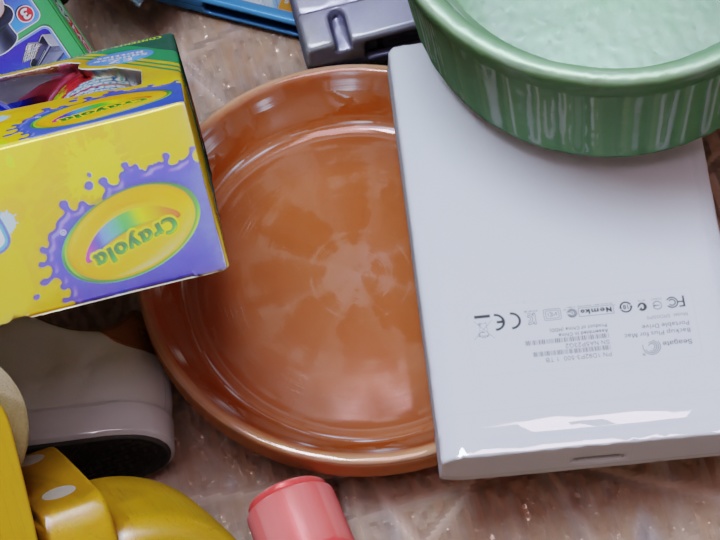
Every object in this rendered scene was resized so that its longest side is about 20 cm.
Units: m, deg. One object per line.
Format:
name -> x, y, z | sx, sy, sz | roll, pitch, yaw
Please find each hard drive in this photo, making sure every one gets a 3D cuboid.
hard drive -> 0.088, -0.012, 1.097 | 0.132, 0.026, 0.200 | -5, 62, -3

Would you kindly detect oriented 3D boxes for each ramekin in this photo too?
ramekin -> 0.107, -0.146, 1.079 | 0.200, 0.098, 0.200 | -2, 66, 4

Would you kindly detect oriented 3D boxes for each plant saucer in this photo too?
plant saucer -> 0.000, 0.000, 1.131 | 0.200, 0.032, 0.201 | 0, 62, -1

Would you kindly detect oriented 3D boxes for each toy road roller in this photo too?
toy road roller -> -0.123, 0.108, 1.028 | 0.146, 0.123, 0.200 | -18, 104, -17

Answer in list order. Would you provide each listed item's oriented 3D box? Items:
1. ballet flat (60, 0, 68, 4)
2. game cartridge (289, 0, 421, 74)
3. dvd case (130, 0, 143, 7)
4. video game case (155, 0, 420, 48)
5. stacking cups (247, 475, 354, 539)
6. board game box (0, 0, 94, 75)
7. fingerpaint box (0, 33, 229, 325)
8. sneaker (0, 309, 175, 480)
ballet flat -> -0.218, -0.111, 1.148 | 0.200, 0.068, 0.068 | -23, 32, 0
game cartridge -> 0.057, -0.174, 1.195 | 0.200, 0.038, 0.130 | -14, 61, -1
dvd case -> -0.090, -0.244, 1.174 | 0.146, 0.022, 0.200 | 41, 90, -9
video game case -> -0.008, -0.176, 1.230 | 0.200, 0.018, 0.143 | 15, 68, 12
stacking cups -> 0.004, 0.180, 1.049 | 0.060, 0.061, 0.200 | -19, 60, -3
board game box -> -0.205, -0.048, 1.118 | 0.200, 0.135, 0.029 | -31, 22, 4
fingerpaint box -> -0.161, -0.029, 1.024 | 0.200, 0.167, 0.073 | -14, 106, -1
sneaker -> -0.184, 0.054, 1.119 | 0.200, 0.073, 0.085 | -3, 62, -7
